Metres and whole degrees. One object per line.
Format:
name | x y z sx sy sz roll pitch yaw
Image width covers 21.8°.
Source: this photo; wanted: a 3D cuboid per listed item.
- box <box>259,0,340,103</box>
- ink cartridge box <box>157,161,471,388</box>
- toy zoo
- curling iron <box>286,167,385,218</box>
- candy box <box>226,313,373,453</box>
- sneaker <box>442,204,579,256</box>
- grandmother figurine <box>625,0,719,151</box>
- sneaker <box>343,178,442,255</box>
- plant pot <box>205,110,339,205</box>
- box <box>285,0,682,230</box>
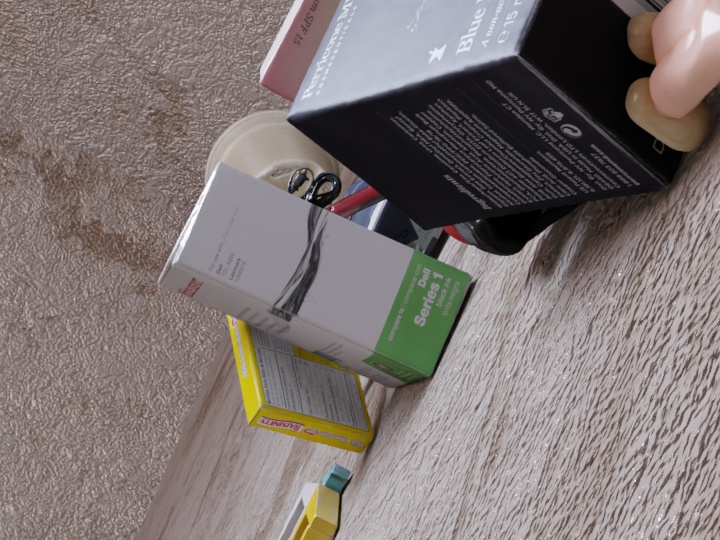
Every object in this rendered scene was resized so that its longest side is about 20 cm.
box | 0.043 -0.145 1.316 0.129 0.199 0.109 -62 6 8
ink cartridge box | -0.038 0.007 1.354 0.146 0.199 0.085 148 146 -78
toy zoo | -0.060 0.238 1.426 0.201 0.020 0.131 -64 6 2
curling iron | 0.032 -0.081 1.424 0.199 0.050 0.026 -21 -7 -1
candy box | -0.054 0.050 1.454 0.026 0.102 0.201 -55 33 33
sneaker | 0.116 -0.090 1.088 0.201 0.071 0.098 -56 18 13
grandmother figurine | 0.177 -0.130 0.798 0.200 0.060 0.122 135 134 -64
sneaker | 0.002 0.000 1.606 0.203 0.077 0.146 -57 14 5
plant pot | -0.111 -0.109 2.643 0.202 0.199 0.184 -62 17 9
box | 0.089 -0.142 0.986 0.199 0.117 0.198 -10 51 54
